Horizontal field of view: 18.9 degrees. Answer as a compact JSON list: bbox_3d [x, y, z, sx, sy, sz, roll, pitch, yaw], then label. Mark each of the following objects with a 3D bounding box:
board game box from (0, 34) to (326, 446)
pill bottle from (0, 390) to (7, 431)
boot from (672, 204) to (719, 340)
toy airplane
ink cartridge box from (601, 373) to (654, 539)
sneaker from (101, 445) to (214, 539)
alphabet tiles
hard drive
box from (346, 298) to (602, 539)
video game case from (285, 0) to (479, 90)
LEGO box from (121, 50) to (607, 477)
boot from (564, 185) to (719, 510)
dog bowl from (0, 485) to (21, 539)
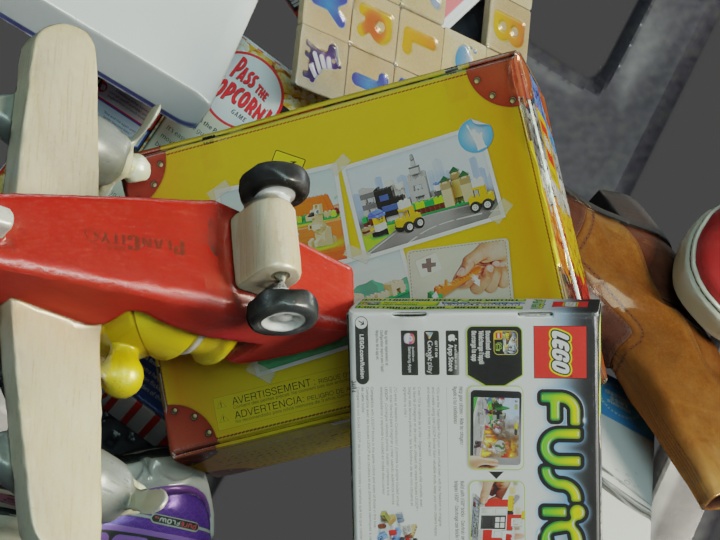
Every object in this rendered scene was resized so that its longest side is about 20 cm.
[{"bbox_3d":[-0.103,-0.033,1.114,0.151,0.046,0.200,37,66,-4],"label":"board game box"},{"bbox_3d":[-0.240,0.002,1.001,0.119,0.120,0.200,-19,68,-22],"label":"pill bottle"},{"bbox_3d":[0.255,-0.045,1.146,0.072,0.144,0.200,50,44,5],"label":"boot"},{"bbox_3d":[-0.126,0.009,0.934,0.199,0.141,0.200,43,57,6],"label":"toy airplane"},{"bbox_3d":[0.079,0.118,1.061,0.116,0.067,0.200,27,33,-9],"label":"ink cartridge box"},{"bbox_3d":[-0.162,0.142,1.028,0.199,0.081,0.084,-12,90,-18],"label":"sneaker"},{"bbox_3d":[0.029,-0.105,1.157,0.167,0.008,0.201,20,69,-40],"label":"alphabet tiles"},{"bbox_3d":[-0.111,-0.172,1.118,0.132,0.025,0.200,31,42,-11],"label":"hard drive"},{"bbox_3d":[0.051,0.114,0.948,0.110,0.035,0.201,0,98,8],"label":"box"},{"bbox_3d":[-0.014,-0.207,1.168,0.200,0.017,0.143,55,50,-13],"label":"video game case"},{"bbox_3d":[0.000,0.000,1.020,0.199,0.077,0.150,-14,75,10],"label":"LEGO box"},{"bbox_3d":[0.124,0.045,1.099,0.188,0.068,0.200,12,40,-46],"label":"boot"},{"bbox_3d":[-0.186,0.179,0.962,0.199,0.074,0.201,-6,112,-14],"label":"dog bowl"}]
